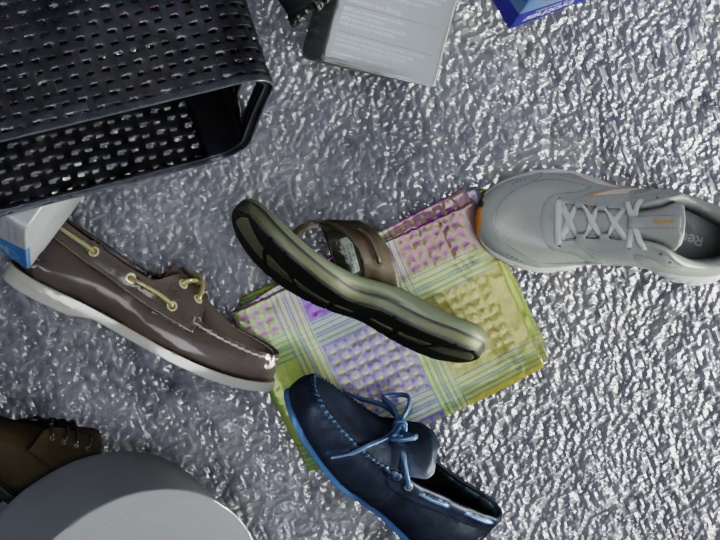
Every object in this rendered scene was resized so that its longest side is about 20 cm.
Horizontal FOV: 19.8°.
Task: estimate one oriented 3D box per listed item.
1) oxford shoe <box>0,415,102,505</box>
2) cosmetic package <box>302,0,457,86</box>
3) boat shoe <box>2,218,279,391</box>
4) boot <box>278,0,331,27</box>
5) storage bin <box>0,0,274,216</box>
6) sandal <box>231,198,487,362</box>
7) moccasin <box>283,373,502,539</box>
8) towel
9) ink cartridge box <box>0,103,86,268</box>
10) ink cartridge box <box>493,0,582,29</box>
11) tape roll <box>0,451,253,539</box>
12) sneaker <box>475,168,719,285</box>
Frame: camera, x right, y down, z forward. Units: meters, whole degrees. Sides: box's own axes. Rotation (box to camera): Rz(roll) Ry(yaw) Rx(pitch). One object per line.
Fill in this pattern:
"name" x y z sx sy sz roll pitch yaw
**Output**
"oxford shoe" -0.224 0.122 1.397 0.084 0.073 0.200 -45 125 -6
"cosmetic package" 0.029 -0.229 1.376 0.090 0.107 0.201 11 95 -10
"boat shoe" -0.141 0.021 1.403 0.199 0.072 0.060 25 94 -3
"boot" -0.082 -0.217 1.276 0.198 0.073 0.162 -45 113 6
"storage bin" -0.164 -0.109 1.209 0.199 0.135 0.094 -14 77 -16
"sandal" 0.000 0.000 1.406 0.200 0.080 0.058 27 77 -18
"moccasin" 0.025 0.125 1.426 0.068 0.081 0.200 -31 132 19
"towel" 0.025 0.043 1.458 0.199 0.023 0.144 -26 102 -4
"ink cartridge box" -0.275 -0.094 1.319 0.200 0.116 0.068 35 75 1
"ink cartridge box" 0.155 -0.238 1.358 0.136 0.200 0.077 -23 79 -19
"tape roll" -0.166 0.225 1.391 0.200 0.066 0.201 -15 118 -30
"sneaker" 0.181 -0.034 1.429 0.199 0.092 0.076 4 85 -11
